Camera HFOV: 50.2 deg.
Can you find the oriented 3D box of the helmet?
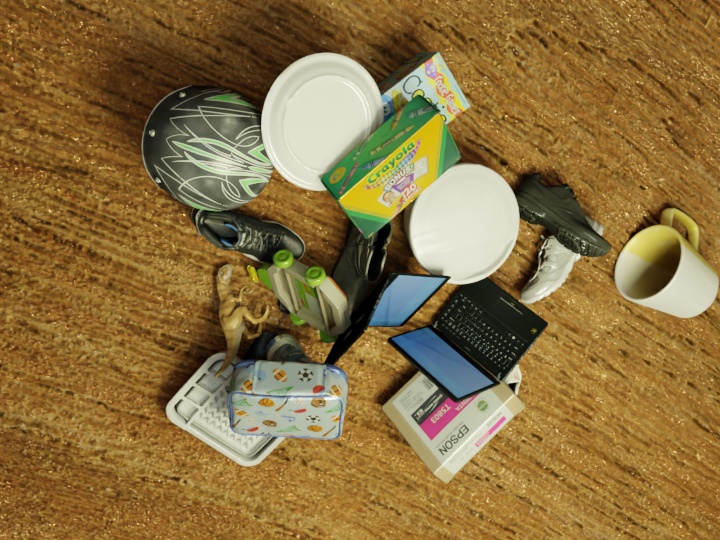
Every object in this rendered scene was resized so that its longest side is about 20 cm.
[{"bbox_3d":[-0.225,-0.182,1.153,0.197,0.191,0.203,-3,105,-13],"label":"helmet"}]

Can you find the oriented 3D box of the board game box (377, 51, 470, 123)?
[{"bbox_3d":[0.059,-0.253,1.250,0.199,0.105,0.103,-37,110,-1],"label":"board game box"}]

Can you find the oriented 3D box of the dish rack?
[{"bbox_3d":[-0.213,0.233,1.325,0.199,0.044,0.172,38,107,-19],"label":"dish rack"}]

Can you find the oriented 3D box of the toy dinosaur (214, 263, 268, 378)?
[{"bbox_3d":[-0.209,0.091,1.277,0.105,0.060,0.202,6,62,-31],"label":"toy dinosaur"}]

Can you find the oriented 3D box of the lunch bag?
[{"bbox_3d":[-0.121,0.212,1.238,0.197,0.076,0.161,5,141,-2],"label":"lunch bag"}]

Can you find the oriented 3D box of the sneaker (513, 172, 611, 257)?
[{"bbox_3d":[0.357,-0.101,1.344,0.199,0.076,0.091,37,81,13],"label":"sneaker"}]

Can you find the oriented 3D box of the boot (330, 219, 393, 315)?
[{"bbox_3d":[0.000,0.000,1.286,0.067,0.131,0.203,8,102,-15],"label":"boot"}]

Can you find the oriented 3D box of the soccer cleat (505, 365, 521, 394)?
[{"bbox_3d":[0.264,0.168,1.416,0.068,0.085,0.203,-8,106,-11],"label":"soccer cleat"}]

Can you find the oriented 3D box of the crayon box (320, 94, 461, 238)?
[{"bbox_3d":[0.049,-0.156,1.176,0.200,0.058,0.119,-41,144,1],"label":"crayon box"}]

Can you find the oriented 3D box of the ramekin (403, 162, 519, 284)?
[{"bbox_3d":[0.165,-0.086,1.324,0.199,0.094,0.205,-3,104,-13],"label":"ramekin"}]

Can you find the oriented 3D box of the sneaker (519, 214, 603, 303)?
[{"bbox_3d":[0.350,-0.027,1.406,0.082,0.075,0.201,40,87,-4],"label":"sneaker"}]

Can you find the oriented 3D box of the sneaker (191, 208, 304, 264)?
[{"bbox_3d":[-0.178,-0.048,1.241,0.198,0.112,0.074,20,100,-17],"label":"sneaker"}]

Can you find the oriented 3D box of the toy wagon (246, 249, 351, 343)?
[{"bbox_3d":[-0.102,0.032,1.252,0.040,0.199,0.156,-44,146,-28],"label":"toy wagon"}]

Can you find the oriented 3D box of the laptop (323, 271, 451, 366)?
[{"bbox_3d":[0.038,0.094,1.265,0.103,0.201,0.178,33,137,-6],"label":"laptop"}]

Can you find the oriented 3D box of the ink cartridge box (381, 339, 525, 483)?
[{"bbox_3d":[0.162,0.242,1.366,0.200,0.165,0.075,-44,144,0],"label":"ink cartridge box"}]

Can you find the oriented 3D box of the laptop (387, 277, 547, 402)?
[{"bbox_3d":[0.181,0.105,1.310,0.201,0.177,0.103,-51,145,0],"label":"laptop"}]

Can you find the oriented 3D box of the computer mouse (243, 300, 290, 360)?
[{"bbox_3d":[-0.141,0.107,1.331,0.058,0.034,0.201,29,95,-18],"label":"computer mouse"}]

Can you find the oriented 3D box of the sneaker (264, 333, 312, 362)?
[{"bbox_3d":[-0.087,0.198,1.328,0.077,0.085,0.200,-45,124,1],"label":"sneaker"}]

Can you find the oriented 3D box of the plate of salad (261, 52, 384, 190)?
[{"bbox_3d":[-0.057,-0.221,1.149,0.198,0.048,0.203,-10,112,-24],"label":"plate of salad"}]

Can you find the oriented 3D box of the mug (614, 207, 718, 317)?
[{"bbox_3d":[0.591,-0.001,1.427,0.152,0.150,0.188,25,104,-26],"label":"mug"}]
